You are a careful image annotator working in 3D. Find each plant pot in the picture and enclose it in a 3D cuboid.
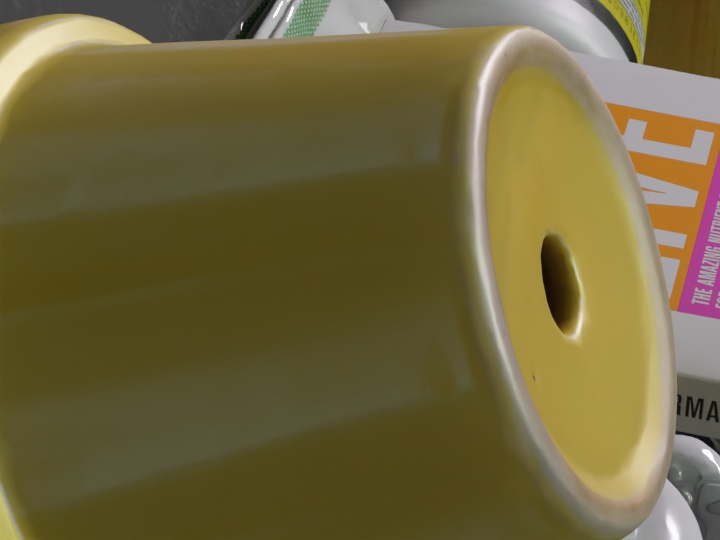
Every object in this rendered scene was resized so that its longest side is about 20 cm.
[{"bbox_3d":[-0.027,0.022,0.668,0.201,0.188,0.201,40,43,-53],"label":"plant pot"}]

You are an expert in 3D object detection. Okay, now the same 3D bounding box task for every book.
[{"bbox_3d":[0.087,-0.007,0.808,0.134,0.199,0.048,-68,164,-45],"label":"book"}]

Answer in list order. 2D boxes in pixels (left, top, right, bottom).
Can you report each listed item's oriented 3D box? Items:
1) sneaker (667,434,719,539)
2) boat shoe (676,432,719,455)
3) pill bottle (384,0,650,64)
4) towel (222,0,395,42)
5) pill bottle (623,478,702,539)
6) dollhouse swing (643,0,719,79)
[{"bbox_3d":[0.127,0.150,1.044,0.081,0.076,0.201,-48,142,-58],"label":"sneaker"},{"bbox_3d":[0.155,0.049,1.178,0.075,0.062,0.200,-72,144,-54],"label":"boat shoe"},{"bbox_3d":[0.061,-0.126,1.010,0.113,0.112,0.200,57,32,-37],"label":"pill bottle"},{"bbox_3d":[0.000,0.000,0.896,0.200,0.031,0.149,59,43,-30],"label":"towel"},{"bbox_3d":[0.060,0.126,0.842,0.120,0.119,0.200,-66,148,-52],"label":"pill bottle"},{"bbox_3d":[0.174,-0.128,1.157,0.182,0.199,0.176,-7,94,-65],"label":"dollhouse swing"}]
